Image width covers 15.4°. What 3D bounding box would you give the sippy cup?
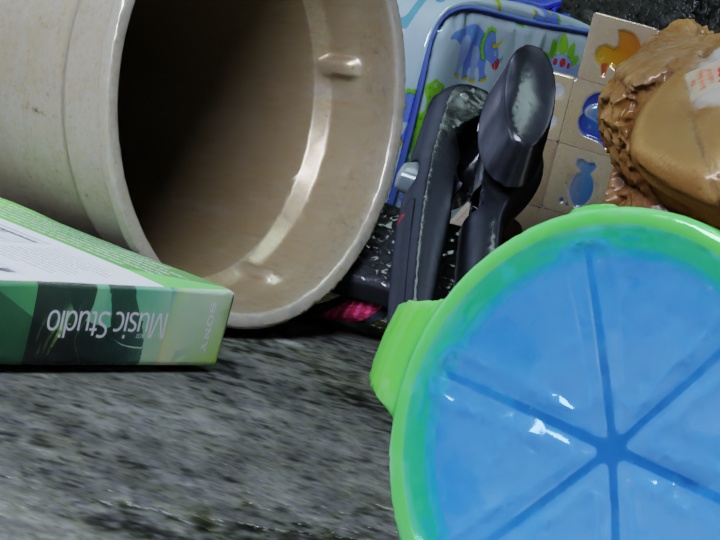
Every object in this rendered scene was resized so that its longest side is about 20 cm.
[{"bbox_3d":[0.097,0.060,0.789,0.130,0.139,0.178,22,37,-58],"label":"sippy cup"}]

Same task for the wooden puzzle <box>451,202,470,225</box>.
[{"bbox_3d":[0.152,-0.051,1.484,0.200,0.185,0.037,6,43,-55],"label":"wooden puzzle"}]

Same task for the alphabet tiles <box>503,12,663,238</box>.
[{"bbox_3d":[0.155,-0.029,1.303,0.199,0.167,0.006,17,12,13],"label":"alphabet tiles"}]

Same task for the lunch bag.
[{"bbox_3d":[0.055,-0.083,1.510,0.082,0.162,0.200,21,11,33],"label":"lunch bag"}]

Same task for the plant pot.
[{"bbox_3d":[-0.111,-0.084,1.188,0.183,0.202,0.200,7,2,37],"label":"plant pot"}]

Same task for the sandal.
[{"bbox_3d":[0.000,0.000,1.234,0.199,0.045,0.075,18,46,26],"label":"sandal"}]

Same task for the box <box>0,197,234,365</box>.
[{"bbox_3d":[-0.163,0.000,1.009,0.144,0.037,0.200,21,11,33],"label":"box"}]

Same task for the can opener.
[{"bbox_3d":[0.041,-0.018,1.164,0.063,0.079,0.200,13,46,5],"label":"can opener"}]

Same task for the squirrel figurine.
[{"bbox_3d":[0.194,-0.018,1.226,0.200,0.141,0.187,17,-39,57],"label":"squirrel figurine"}]
